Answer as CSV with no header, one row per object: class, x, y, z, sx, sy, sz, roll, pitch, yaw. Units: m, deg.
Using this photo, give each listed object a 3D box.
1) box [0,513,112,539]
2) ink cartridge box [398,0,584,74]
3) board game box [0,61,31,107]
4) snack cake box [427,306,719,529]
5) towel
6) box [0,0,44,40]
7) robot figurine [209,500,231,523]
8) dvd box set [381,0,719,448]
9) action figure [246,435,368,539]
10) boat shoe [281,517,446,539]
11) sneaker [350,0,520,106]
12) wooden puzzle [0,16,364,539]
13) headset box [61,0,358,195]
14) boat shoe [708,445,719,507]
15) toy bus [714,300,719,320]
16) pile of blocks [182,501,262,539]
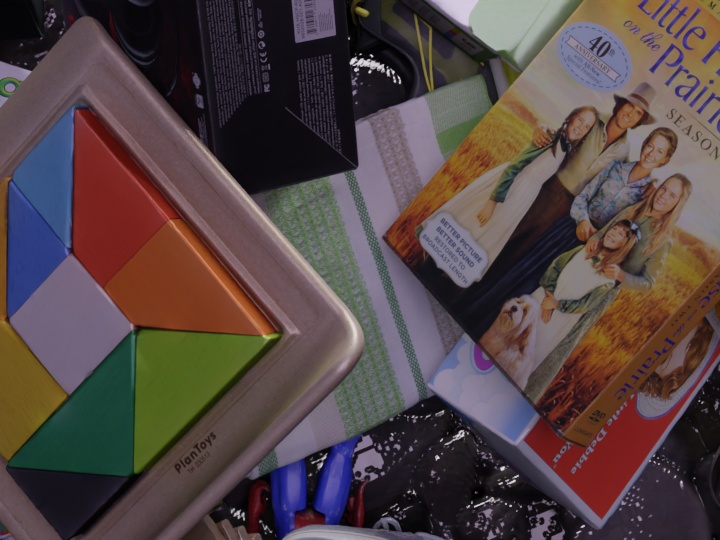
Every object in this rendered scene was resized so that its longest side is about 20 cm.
box,-0.160,0.103,0.723,0.109,0.035,0.202,-18,84,19
ink cartridge box,0.058,-0.175,0.785,0.199,0.059,0.104,36,90,-6
board game box,-0.179,-0.045,0.814,0.198,0.035,0.127,17,54,-2
snack cake box,0.138,0.019,0.808,0.067,0.115,0.201,31,81,40
towel,0.000,0.000,0.790,0.199,0.031,0.151,-23,103,-26
box,-0.244,-0.231,0.797,0.147,0.124,0.202,-4,73,-4
robot figurine,-0.153,0.078,0.817,0.198,0.058,0.147,3,86,-3
dvd box set,0.119,-0.041,0.717,0.200,0.029,0.147,-48,57,12
action figure,-0.027,0.127,0.819,0.065,0.052,0.202,8,86,-11
boat shoe,0.043,0.173,0.795,0.200,0.065,0.075,16,102,-15
sneaker,0.027,-0.160,0.845,0.084,0.074,0.202,-23,86,-5
wooden puzzle,-0.122,0.022,0.670,0.185,0.037,0.200,-44,76,15
headset box,-0.085,-0.131,0.744,0.074,0.200,0.150,-15,112,-27
boat shoe,0.251,0.046,0.845,0.066,0.057,0.201,25,83,0
toy bus,0.243,-0.003,0.771,0.198,0.065,0.079,-2,114,-29
pile of blocks,-0.088,0.167,0.745,0.081,0.062,0.202,-14,96,32
